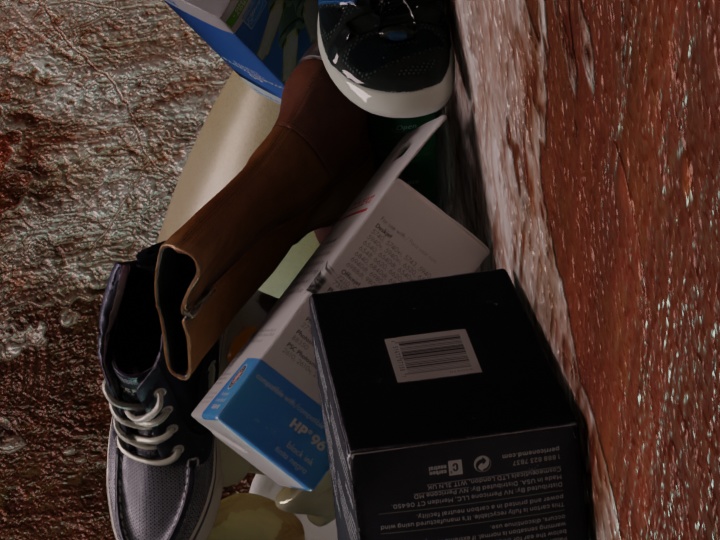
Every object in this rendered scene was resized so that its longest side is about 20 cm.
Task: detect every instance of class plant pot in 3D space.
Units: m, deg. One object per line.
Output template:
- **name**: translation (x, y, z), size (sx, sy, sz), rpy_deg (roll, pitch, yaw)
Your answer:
- **plant pot**: translation (-0.056, -0.069, 1.953), size (0.188, 0.186, 0.201), rpy_deg (-103, 20, -56)

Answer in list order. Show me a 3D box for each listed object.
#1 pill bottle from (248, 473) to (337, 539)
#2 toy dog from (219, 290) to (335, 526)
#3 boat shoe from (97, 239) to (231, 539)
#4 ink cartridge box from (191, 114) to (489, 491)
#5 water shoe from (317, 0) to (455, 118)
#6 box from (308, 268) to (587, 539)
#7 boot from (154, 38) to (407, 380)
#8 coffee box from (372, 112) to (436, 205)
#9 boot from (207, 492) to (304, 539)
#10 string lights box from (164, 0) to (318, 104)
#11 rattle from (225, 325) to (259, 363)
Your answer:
- **pill bottle**: translation (0.000, 0.193, 1.805), size (0.200, 0.119, 0.120), rpy_deg (63, -165, -63)
- **toy dog**: translation (-0.040, 0.062, 1.606), size (0.140, 0.199, 0.195), rpy_deg (-132, 44, -58)
- **boat shoe**: translation (-0.122, 0.079, 1.474), size (0.093, 0.074, 0.201), rpy_deg (-11, -73, -69)
- **ink cartridge box**: translation (0.000, 0.019, 1.394), size (0.068, 0.200, 0.116), rpy_deg (38, 172, -7)
- **water shoe**: translation (0.007, -0.170, 1.399), size (0.079, 0.071, 0.201), rpy_deg (90, 171, -50)
- **box**: translation (0.043, 0.122, 1.218), size (0.200, 0.103, 0.183), rpy_deg (-107, 11, -69)
- **boot**: translation (-0.043, -0.012, 1.456), size (0.200, 0.068, 0.189), rpy_deg (-56, -15, -33)
- **coffee box**: translation (0.017, -0.110, 1.571), size (0.201, 0.044, 0.123), rpy_deg (88, 174, -52)
- **boot**: translation (-0.102, 0.236, 1.604), size (0.201, 0.070, 0.145), rpy_deg (-57, -9, -63)
- **string lights box**: translation (-0.050, -0.172, 1.572), size (0.103, 0.059, 0.200), rpy_deg (-61, -22, -5)
- **rattle**: translation (0.008, 0.105, 1.440), size (0.130, 0.142, 0.201), rpy_deg (-51, 26, 39)
